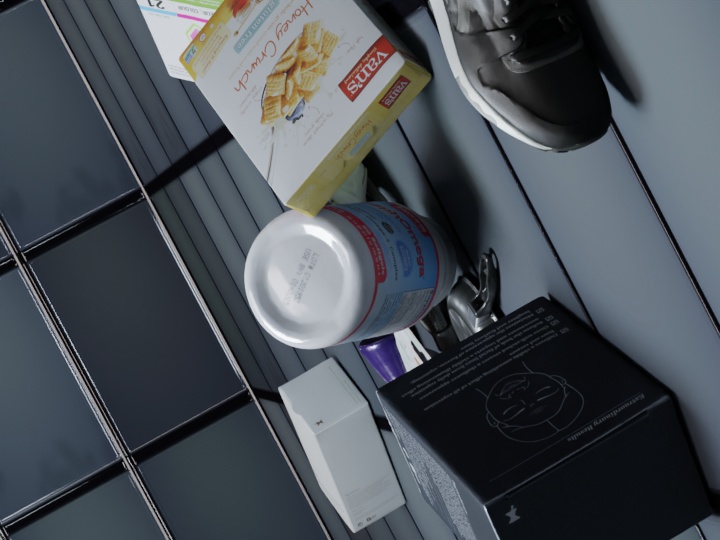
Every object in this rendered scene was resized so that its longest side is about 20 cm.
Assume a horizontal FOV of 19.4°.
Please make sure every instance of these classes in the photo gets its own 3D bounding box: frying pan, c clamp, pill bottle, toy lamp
[{"bbox_3d":[0.108,0.053,1.723,0.115,0.031,0.190,60,173,4],"label":"frying pan"},{"bbox_3d":[0.048,0.002,1.897,0.200,0.027,0.171,63,175,-18],"label":"c clamp"},{"bbox_3d":[0.000,0.000,1.671,0.109,0.109,0.200,60,-156,10],"label":"pill bottle"},{"bbox_3d":[-0.001,0.017,2.076,0.200,0.058,0.058,62,170,-10],"label":"toy lamp"}]

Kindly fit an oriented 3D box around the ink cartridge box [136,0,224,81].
[{"bbox_3d":[-0.092,-0.176,1.804,0.148,0.076,0.200,16,139,39],"label":"ink cartridge box"}]

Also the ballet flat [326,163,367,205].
[{"bbox_3d":[-0.030,-0.086,1.874,0.200,0.072,0.072,-113,3,-50],"label":"ballet flat"}]

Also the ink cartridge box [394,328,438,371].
[{"bbox_3d":[0.093,0.122,1.911,0.160,0.047,0.200,53,168,42],"label":"ink cartridge box"}]

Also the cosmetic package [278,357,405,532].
[{"bbox_3d":[-0.023,0.222,2.660,0.108,0.085,0.200,50,165,45],"label":"cosmetic package"}]

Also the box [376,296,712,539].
[{"bbox_3d":[0.125,0.126,1.476,0.107,0.148,0.200,66,170,-27],"label":"box"}]

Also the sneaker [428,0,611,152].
[{"bbox_3d":[0.078,-0.160,1.169,0.200,0.076,0.088,59,164,11],"label":"sneaker"}]

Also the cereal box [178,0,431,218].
[{"bbox_3d":[-0.046,-0.155,1.606,0.040,0.144,0.200,25,-160,-46],"label":"cereal box"}]
